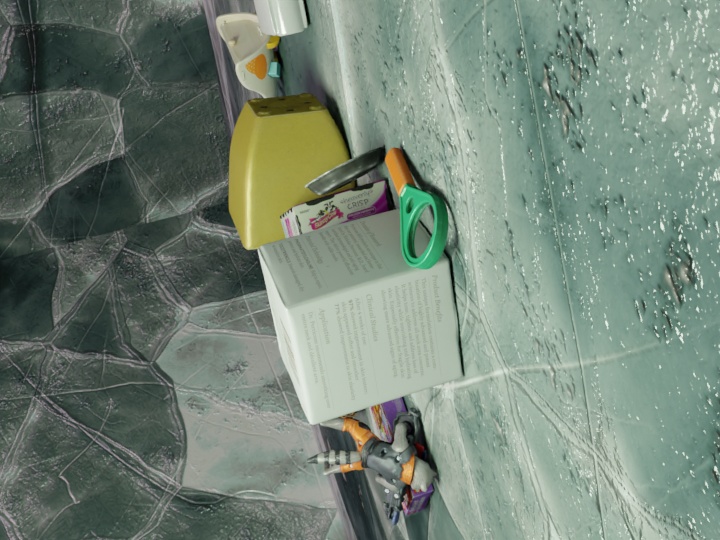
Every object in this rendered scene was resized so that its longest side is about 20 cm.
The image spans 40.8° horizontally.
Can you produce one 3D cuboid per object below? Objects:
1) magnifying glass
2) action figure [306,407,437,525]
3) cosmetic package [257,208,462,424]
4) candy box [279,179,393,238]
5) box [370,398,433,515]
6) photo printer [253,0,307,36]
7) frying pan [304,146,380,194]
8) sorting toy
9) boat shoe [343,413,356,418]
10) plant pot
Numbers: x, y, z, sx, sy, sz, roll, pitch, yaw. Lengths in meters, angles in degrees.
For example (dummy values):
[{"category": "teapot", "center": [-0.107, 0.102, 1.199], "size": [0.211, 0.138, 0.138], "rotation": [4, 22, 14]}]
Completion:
[{"category": "magnifying glass", "center": [0.060, -0.078, 1.109], "size": [0.080, 0.022, 0.201], "rotation": [-63, 28, 31]}, {"category": "action figure", "center": [0.023, 0.311, 1.495], "size": [0.104, 0.191, 0.203], "rotation": [-29, -56, -62]}, {"category": "cosmetic package", "center": [-0.001, 0.050, 1.174], "size": [0.167, 0.197, 0.169], "rotation": [-124, 22, -59]}, {"category": "candy box", "center": [-0.037, -0.076, 1.383], "size": [0.200, 0.135, 0.062], "rotation": [172, 81, -80]}, {"category": "box", "center": [0.066, 0.295, 1.624], "size": [0.137, 0.039, 0.202], "rotation": [95, 158, -64]}, {"category": "photo printer", "center": [-0.146, -0.491, 1.587], "size": [0.166, 0.068, 0.203], "rotation": [-131, 28, -69]}, {"category": "frying pan", "center": [-0.026, -0.129, 1.321], "size": [0.031, 0.114, 0.190], "rotation": [63, 171, -1]}, {"category": "sorting toy", "center": [-0.209, -0.417, 2.003], "size": [0.181, 0.106, 0.201], "rotation": [75, 173, -45]}, {"category": "boat shoe", "center": [-0.027, 0.281, 2.052], "size": [0.200, 0.069, 0.071], "rotation": [83, 178, -80]}, {"category": "plant pot", "center": [-0.115, -0.172, 1.563], "size": [0.196, 0.191, 0.203], "rotation": [-123, 28, -62]}]
